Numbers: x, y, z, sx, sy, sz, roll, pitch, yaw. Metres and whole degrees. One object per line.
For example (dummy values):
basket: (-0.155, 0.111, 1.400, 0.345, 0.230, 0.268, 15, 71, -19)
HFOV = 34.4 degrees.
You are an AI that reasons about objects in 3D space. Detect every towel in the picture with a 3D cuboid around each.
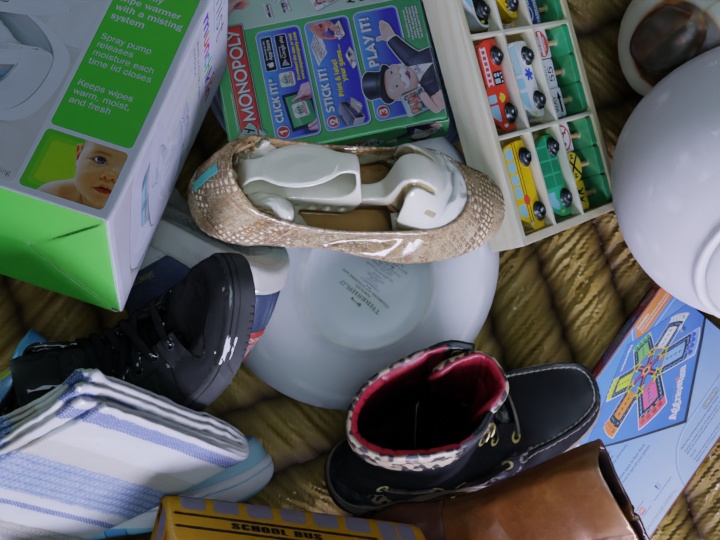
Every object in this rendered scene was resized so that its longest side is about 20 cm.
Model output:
towel: (-0.173, 0.116, 0.625, 0.198, 0.147, 0.024, -29, 59, 19)

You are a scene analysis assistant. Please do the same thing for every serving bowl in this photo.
serving bowl: (0.000, 0.000, 0.743, 0.196, 0.066, 0.204, -2, 104, -10)

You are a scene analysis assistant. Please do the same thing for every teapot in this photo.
teapot: (0.256, -0.032, 0.726, 0.198, 0.148, 0.197, 22, 130, -29)

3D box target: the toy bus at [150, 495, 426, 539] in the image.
toy bus: (-0.019, 0.182, 0.658, 0.197, 0.078, 0.066, 11, 107, -18)

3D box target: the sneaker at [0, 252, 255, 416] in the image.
sneaker: (-0.141, 0.062, 0.632, 0.103, 0.061, 0.201, 8, 134, -34)

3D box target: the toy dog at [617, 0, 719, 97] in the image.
toy dog: (0.236, -0.205, 0.765, 0.191, 0.140, 0.203, 17, 88, 4)

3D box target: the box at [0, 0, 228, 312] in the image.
box: (-0.188, -0.100, 0.614, 0.197, 0.097, 0.179, 18, 61, 2)

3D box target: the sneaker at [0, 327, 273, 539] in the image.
sneaker: (-0.158, 0.096, 0.734, 0.196, 0.079, 0.133, -8, 94, -10)

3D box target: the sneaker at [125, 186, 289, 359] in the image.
sneaker: (-0.134, -0.009, 0.710, 0.199, 0.074, 0.086, 31, 115, 30)

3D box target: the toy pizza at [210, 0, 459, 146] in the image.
toy pizza: (-0.011, -0.150, 0.776, 0.196, 0.032, 0.204, 0, 91, -10)

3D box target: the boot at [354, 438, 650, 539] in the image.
boot: (0.100, 0.212, 0.738, 0.197, 0.068, 0.191, -20, 100, 20)

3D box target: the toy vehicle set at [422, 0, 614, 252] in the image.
toy vehicle set: (0.104, -0.124, 0.763, 0.123, 0.026, 0.203, -21, 96, -46)

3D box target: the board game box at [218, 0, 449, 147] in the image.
board game box: (-0.031, -0.167, 0.718, 0.132, 0.029, 0.203, -11, 75, -2)

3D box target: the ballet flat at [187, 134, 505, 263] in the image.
ballet flat: (0.002, -0.043, 0.662, 0.197, 0.065, 0.072, -3, 70, -20)

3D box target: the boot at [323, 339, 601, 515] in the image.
boot: (0.072, 0.091, 0.730, 0.197, 0.151, 0.074, -15, 69, -7)

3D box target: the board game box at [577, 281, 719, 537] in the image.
board game box: (0.191, 0.120, 0.821, 0.103, 0.019, 0.201, 38, 85, -10)
